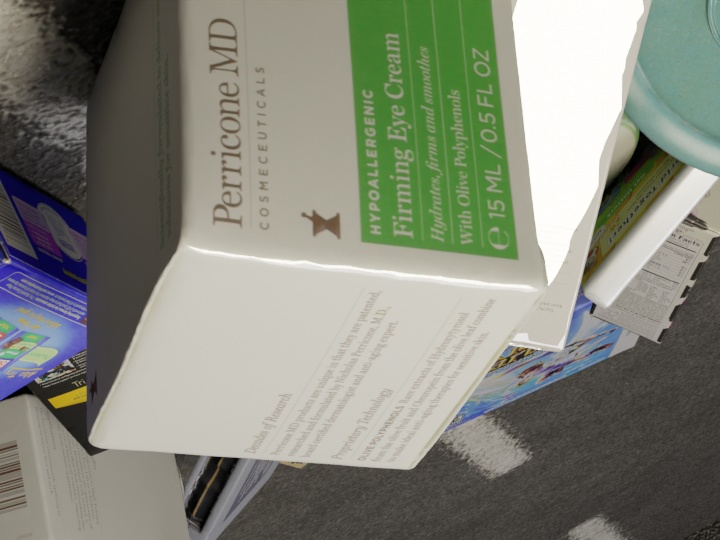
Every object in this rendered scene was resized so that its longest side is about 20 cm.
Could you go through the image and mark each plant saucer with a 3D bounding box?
[{"bbox_3d":[0.219,-0.142,1.225,0.200,0.201,0.027,-35,-175,20],"label":"plant saucer"}]

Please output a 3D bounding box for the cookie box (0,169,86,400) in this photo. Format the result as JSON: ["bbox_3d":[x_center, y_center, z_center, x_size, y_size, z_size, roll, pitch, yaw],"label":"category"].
[{"bbox_3d":[-0.247,0.032,1.206,0.199,0.076,0.171,-31,162,8],"label":"cookie box"}]

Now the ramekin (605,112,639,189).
[{"bbox_3d":[0.065,-0.077,1.328,0.199,0.098,0.200,-25,161,-9],"label":"ramekin"}]

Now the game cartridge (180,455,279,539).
[{"bbox_3d":[-0.070,0.109,1.627,0.133,0.041,0.200,-42,166,-45],"label":"game cartridge"}]

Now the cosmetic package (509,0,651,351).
[{"bbox_3d":[0.080,-0.074,1.171,0.084,0.108,0.201,10,111,-10],"label":"cosmetic package"}]

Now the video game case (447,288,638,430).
[{"bbox_3d":[0.148,0.052,1.874,0.199,0.046,0.181,-24,160,-13],"label":"video game case"}]

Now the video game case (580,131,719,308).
[{"bbox_3d":[0.194,-0.092,1.355,0.200,0.023,0.182,-51,-166,21],"label":"video game case"}]

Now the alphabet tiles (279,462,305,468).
[{"bbox_3d":[-0.011,0.089,1.738,0.200,0.006,0.166,-38,144,27],"label":"alphabet tiles"}]

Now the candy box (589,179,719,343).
[{"bbox_3d":[0.219,-0.052,1.564,0.200,0.061,0.137,103,9,-66],"label":"candy box"}]

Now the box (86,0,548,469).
[{"bbox_3d":[-0.030,-0.038,1.069,0.170,0.200,0.200,6,149,-16],"label":"box"}]

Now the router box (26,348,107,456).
[{"bbox_3d":[-0.103,0.026,1.353,0.199,0.052,0.157,-21,150,4],"label":"router box"}]

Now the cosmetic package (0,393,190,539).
[{"bbox_3d":[-0.194,0.145,1.526,0.074,0.102,0.200,-16,165,19],"label":"cosmetic package"}]
